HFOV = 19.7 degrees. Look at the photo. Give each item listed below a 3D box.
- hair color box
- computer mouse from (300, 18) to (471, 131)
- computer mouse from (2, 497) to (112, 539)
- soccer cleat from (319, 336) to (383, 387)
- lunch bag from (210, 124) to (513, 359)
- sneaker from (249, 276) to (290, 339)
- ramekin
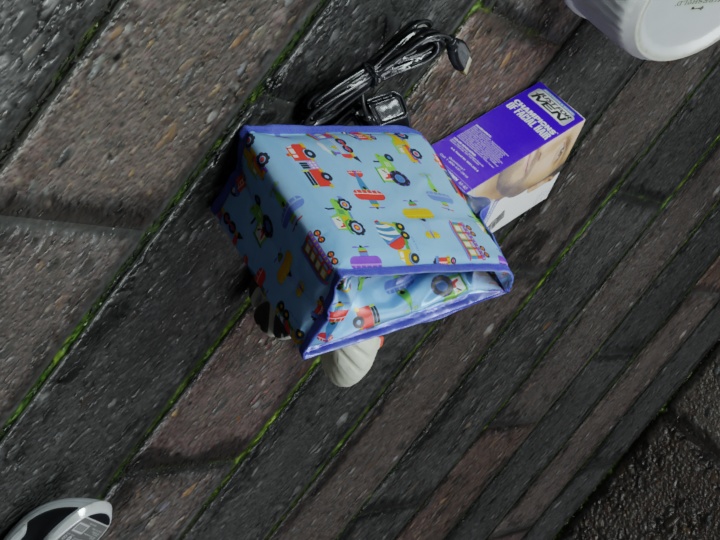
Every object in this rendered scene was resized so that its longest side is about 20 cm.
[{"bbox_3d":[0.109,-0.083,1.882,0.200,0.065,0.110,-34,157,-41],"label":"hair color box"},{"bbox_3d":[0.027,-0.127,1.614,0.140,0.046,0.200,-34,152,0],"label":"computer mouse"},{"bbox_3d":[-0.286,0.245,1.681,0.200,0.044,0.110,-42,157,-1],"label":"computer mouse"},{"bbox_3d":[-0.017,0.031,1.829,0.077,0.069,0.201,-28,147,-36],"label":"soccer cleat"},{"bbox_3d":[0.016,-0.037,1.532,0.199,0.151,0.094,-11,144,-34],"label":"lunch bag"},{"bbox_3d":[0.000,0.000,1.672,0.199,0.081,0.083,-26,157,23],"label":"sneaker"},{"bbox_3d":[0.271,-0.265,1.743,0.201,0.094,0.203,-26,151,-16],"label":"ramekin"}]
